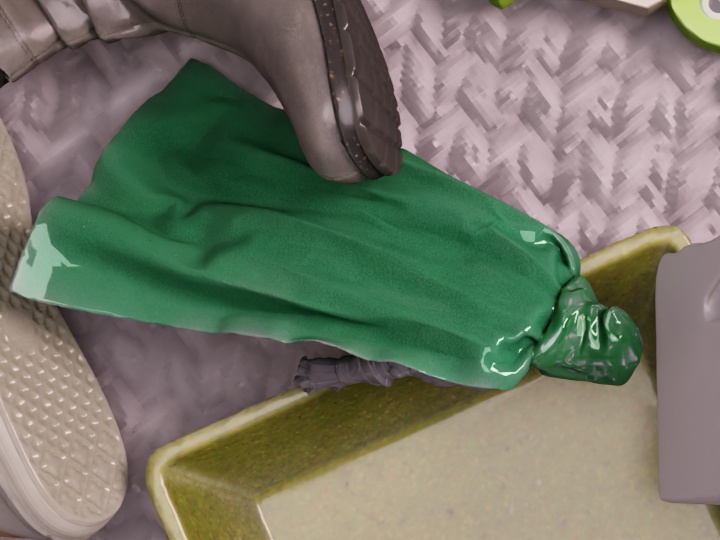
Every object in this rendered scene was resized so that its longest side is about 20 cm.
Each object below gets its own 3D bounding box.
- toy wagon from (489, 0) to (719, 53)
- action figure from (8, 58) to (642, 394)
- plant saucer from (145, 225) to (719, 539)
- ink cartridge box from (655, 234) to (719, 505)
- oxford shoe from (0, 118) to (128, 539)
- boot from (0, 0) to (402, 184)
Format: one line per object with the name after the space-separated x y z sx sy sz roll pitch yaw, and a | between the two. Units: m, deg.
0.099 -0.152 0.975 0.155 0.040 0.200 -31 85 1 | toy wagon
0.000 0.000 0.930 0.199 0.055 0.118 17 57 25 | action figure
0.056 0.115 0.957 0.199 0.048 0.201 -24 85 2 | plant saucer
0.206 0.033 0.878 0.199 0.145 0.085 4 83 -14 | ink cartridge box
-0.142 0.004 0.970 0.058 0.075 0.201 -27 82 37 | oxford shoe
-0.070 -0.089 0.952 0.130 0.068 0.200 -25 59 4 | boot
